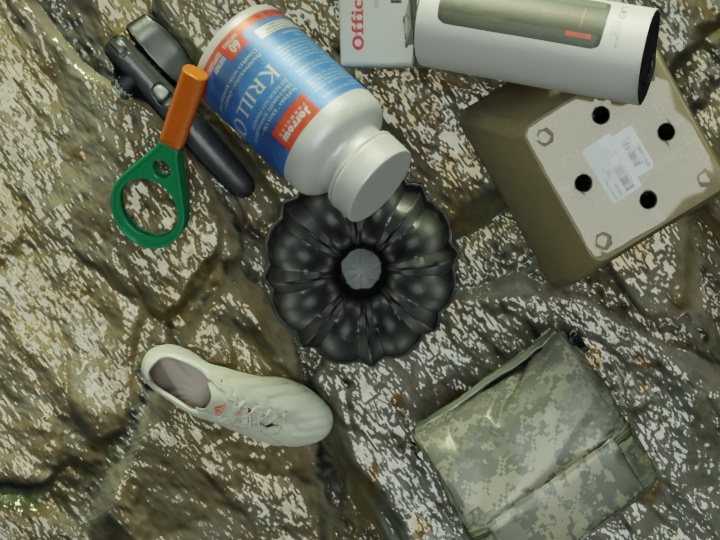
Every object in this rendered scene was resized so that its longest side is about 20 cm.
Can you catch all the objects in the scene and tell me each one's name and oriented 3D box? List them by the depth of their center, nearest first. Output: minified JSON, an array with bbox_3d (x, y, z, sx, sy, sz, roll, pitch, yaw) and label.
[{"bbox_3d":[0.149,-0.194,1.129,0.197,0.081,0.083,14,97,19],"label":"speaker"},{"bbox_3d":[0.080,-0.259,1.230,0.197,0.083,0.148,3,102,21],"label":"ink cartridge box"},{"bbox_3d":[-0.049,-0.141,1.235,0.200,0.112,0.113,43,96,18],"label":"pill bottle"},{"bbox_3d":[0.228,-0.107,1.238,0.198,0.177,0.201,-31,96,3],"label":"plant pot"},{"bbox_3d":[-0.184,-0.105,1.271,0.079,0.022,0.201,28,127,4],"label":"magnifying glass"},{"bbox_3d":[-0.170,-0.149,1.289,0.078,0.063,0.201,-38,95,4],"label":"can opener"},{"bbox_3d":[0.163,0.171,1.290,0.199,0.139,0.169,-34,96,3],"label":"lunch bag"},{"bbox_3d":[0.000,0.000,1.302,0.198,0.076,0.205,0,98,0],"label":"bundt pan"},{"bbox_3d":[-0.122,0.128,1.315,0.197,0.078,0.070,20,97,-3],"label":"soccer cleat"}]
